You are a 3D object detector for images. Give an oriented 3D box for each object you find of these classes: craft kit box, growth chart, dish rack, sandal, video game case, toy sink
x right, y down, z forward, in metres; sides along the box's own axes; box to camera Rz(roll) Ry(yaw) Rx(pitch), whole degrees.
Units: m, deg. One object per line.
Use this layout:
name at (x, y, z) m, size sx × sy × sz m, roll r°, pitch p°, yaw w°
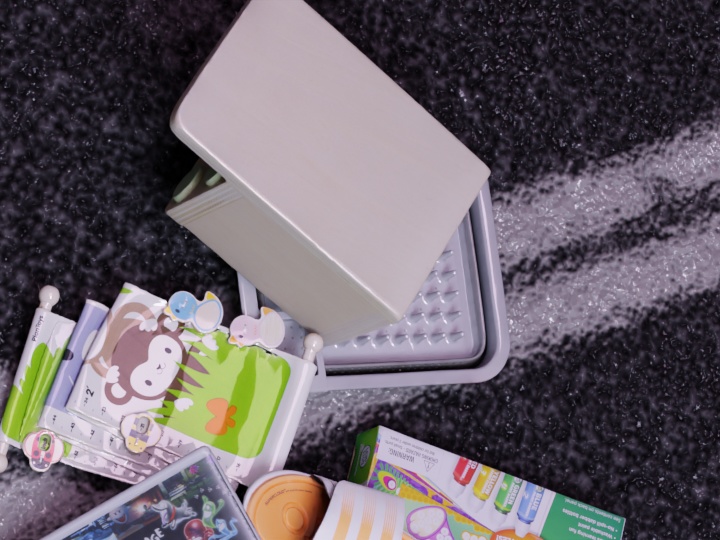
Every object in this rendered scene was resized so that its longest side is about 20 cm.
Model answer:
craft kit box at (0.068, 0.230, 1.806) m, size 0.199 × 0.048 × 0.198 m, roll 21°, pitch 71°, yaw -19°
growth chart at (-0.130, 0.079, 1.736) m, size 0.199 × 0.018 × 0.145 m, roll 12°, pitch 78°, yaw -9°
dish rack at (0.000, 0.000, 1.832) m, size 0.199 × 0.044 × 0.172 m, roll -2°, pitch 77°, yaw -26°
sandal at (0.017, 0.180, 1.723) m, size 0.206 × 0.059 × 0.079 m, roll 28°, pitch 53°, yaw -26°
video game case at (-0.137, 0.235, 1.659) m, size 0.200 × 0.023 × 0.182 m, roll -30°, pitch 85°, yaw -1°
toy sink at (-0.041, -0.067, 1.743) m, size 0.200 × 0.112 × 0.131 m, roll 40°, pitch 62°, yaw -17°
